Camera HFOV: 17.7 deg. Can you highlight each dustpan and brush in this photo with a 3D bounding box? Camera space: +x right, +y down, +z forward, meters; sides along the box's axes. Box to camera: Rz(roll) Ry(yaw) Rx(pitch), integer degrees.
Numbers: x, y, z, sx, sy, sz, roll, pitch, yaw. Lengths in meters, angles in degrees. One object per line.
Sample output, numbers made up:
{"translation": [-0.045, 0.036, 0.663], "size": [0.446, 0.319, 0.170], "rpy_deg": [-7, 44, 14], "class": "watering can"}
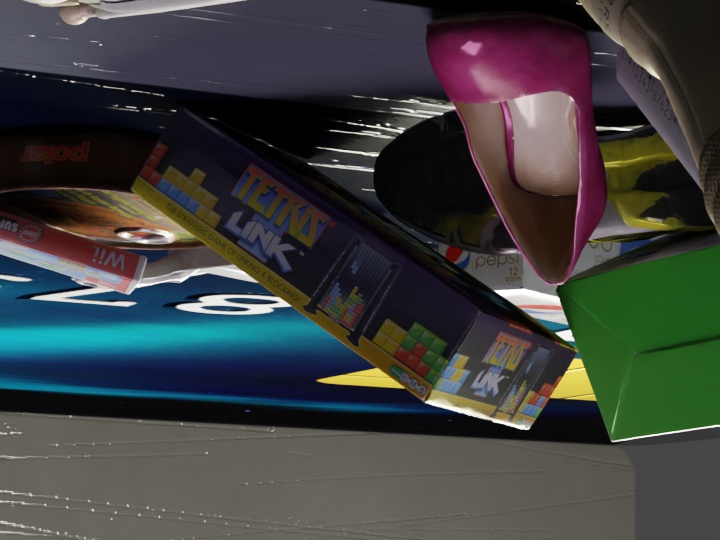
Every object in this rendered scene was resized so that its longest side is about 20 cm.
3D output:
{"translation": [-0.097, -0.009, 1.469], "size": [0.200, 0.057, 0.139], "rpy_deg": [8, 170, -38], "class": "dustpan and brush"}

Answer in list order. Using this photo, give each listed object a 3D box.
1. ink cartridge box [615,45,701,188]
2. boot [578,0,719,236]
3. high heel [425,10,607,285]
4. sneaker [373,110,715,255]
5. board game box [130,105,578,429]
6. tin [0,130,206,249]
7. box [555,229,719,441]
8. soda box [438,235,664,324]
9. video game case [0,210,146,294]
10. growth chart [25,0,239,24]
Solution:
{"translation": [0.226, -0.040, 0.904], "size": [0.199, 0.047, 0.198], "rpy_deg": [1, -150, -18], "class": "ink cartridge box"}
{"translation": [0.182, -0.054, 0.796], "size": [0.199, 0.156, 0.073], "rpy_deg": [10, 128, -28], "class": "boot"}
{"translation": [0.069, -0.053, 1.014], "size": [0.067, 0.096, 0.200], "rpy_deg": [0, 172, 11], "class": "high heel"}
{"translation": [0.105, -0.039, 1.183], "size": [0.199, 0.075, 0.085], "rpy_deg": [2, 172, -3], "class": "sneaker"}
{"translation": [0.000, 0.000, 1.200], "size": [0.200, 0.057, 0.165], "rpy_deg": [35, -176, 22], "class": "board game box"}
{"translation": [-0.142, -0.044, 1.316], "size": [0.112, 0.042, 0.200], "rpy_deg": [3, 172, 13], "class": "tin"}
{"translation": [0.235, 0.006, 1.193], "size": [0.176, 0.097, 0.200], "rpy_deg": [-21, -178, -34], "class": "box"}
{"translation": [0.129, -0.006, 1.430], "size": [0.064, 0.068, 0.200], "rpy_deg": [-5, 169, 36], "class": "soda box"}
{"translation": [-0.221, -0.026, 1.303], "size": [0.199, 0.018, 0.143], "rpy_deg": [17, 175, -7], "class": "video game case"}
{"translation": [-0.098, -0.122, 0.841], "size": [0.144, 0.018, 0.200], "rpy_deg": [-3, 171, 25], "class": "growth chart"}
